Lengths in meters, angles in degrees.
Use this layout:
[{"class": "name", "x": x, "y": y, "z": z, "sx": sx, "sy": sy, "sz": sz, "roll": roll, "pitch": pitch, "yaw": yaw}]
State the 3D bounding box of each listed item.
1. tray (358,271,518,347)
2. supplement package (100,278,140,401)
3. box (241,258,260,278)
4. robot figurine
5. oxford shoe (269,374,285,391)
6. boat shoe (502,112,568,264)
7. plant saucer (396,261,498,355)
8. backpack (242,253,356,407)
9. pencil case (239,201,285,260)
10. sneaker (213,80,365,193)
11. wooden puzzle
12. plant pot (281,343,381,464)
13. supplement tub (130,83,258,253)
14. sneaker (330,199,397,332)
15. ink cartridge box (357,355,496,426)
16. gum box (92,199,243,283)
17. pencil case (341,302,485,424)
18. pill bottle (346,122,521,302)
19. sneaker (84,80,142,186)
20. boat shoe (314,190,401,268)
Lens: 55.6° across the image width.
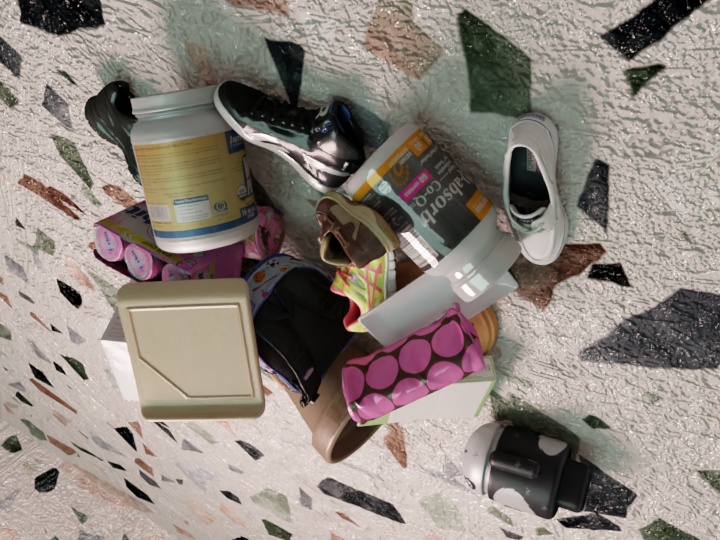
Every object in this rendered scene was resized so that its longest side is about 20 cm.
[{"class": "tray", "x": 0.103, "y": 0.038, "z": 0.919, "sx": 0.199, "sy": 0.022, "sz": 0.107, "roll": -34, "pitch": 125, "yaw": 15}, {"class": "supplement package", "x": -0.287, "y": 0.087, "z": 1.085, "sx": 0.150, "sy": 0.201, "sz": 0.151, "roll": 5, "pitch": 135, "yaw": 5}, {"class": "box", "x": -0.200, "y": 0.044, "z": 1.202, "sx": 0.199, "sy": 0.044, "sz": 0.161, "roll": 24, "pitch": 139, "yaw": 14}, {"class": "robot figurine", "x": 0.261, "y": 0.321, "z": 1.092, "sx": 0.199, "sy": 0.125, "sz": 0.151, "roll": 13, "pitch": 125, "yaw": 24}, {"class": "oxford shoe", "x": -0.113, "y": 0.225, "z": 1.311, "sx": 0.200, "sy": 0.071, "sz": 0.073, "roll": 39, "pitch": 147, "yaw": -6}, {"class": "boat shoe", "x": 0.191, "y": -0.076, "z": 0.776, "sx": 0.073, "sy": 0.066, "sz": 0.201, "roll": 5, "pitch": 133, "yaw": 31}, {"class": "plant saucer", "x": 0.105, "y": 0.074, "z": 1.020, "sx": 0.199, "sy": 0.038, "sz": 0.201, "roll": 20, "pitch": 140, "yaw": 18}, {"class": "backpack", "x": -0.106, "y": 0.068, "z": 1.027, "sx": 0.153, "sy": 0.201, "sz": 0.191, "roll": 20, "pitch": 160, "yaw": 38}, {"class": "pencil case", "x": -0.213, "y": -0.068, "z": 1.066, "sx": 0.199, "sy": 0.083, "sz": 0.087, "roll": 8, "pitch": 96, "yaw": 30}, {"class": "sneaker", "x": -0.077, "y": -0.192, "z": 0.851, "sx": 0.199, "sy": 0.073, "sz": 0.112, "roll": 35, "pitch": 139, "yaw": -17}, {"class": "wooden puzzle", "x": -0.229, "y": 0.110, "z": 0.942, "sx": 0.183, "sy": 0.037, "sz": 0.202, "roll": -3, "pitch": 106, "yaw": 7}, {"class": "plant pot", "x": -0.046, "y": 0.193, "z": 1.152, "sx": 0.174, "sy": 0.200, "sz": 0.201, "roll": 38, "pitch": 145, "yaw": 22}, {"class": "supplement tub", "x": -0.222, "y": -0.138, "z": 0.914, "sx": 0.144, "sy": 0.144, "sz": 0.202, "roll": 4, "pitch": 111, "yaw": 33}, {"class": "sneaker", "x": 0.000, "y": 0.000, "z": 0.935, "sx": 0.078, "sy": 0.090, "sz": 0.202, "roll": -133, "pitch": 31, "yaw": -68}, {"class": "ink cartridge box", "x": 0.095, "y": 0.186, "z": 1.044, "sx": 0.198, "sy": 0.048, "sz": 0.146, "roll": -2, "pitch": 148, "yaw": -5}, {"class": "gum box", "x": -0.287, "y": -0.031, "z": 1.008, "sx": 0.199, "sy": 0.113, "sz": 0.067, "roll": 26, "pitch": 125, "yaw": 21}, {"class": "pencil case", "x": 0.065, "y": 0.125, "z": 0.911, "sx": 0.199, "sy": 0.091, "sz": 0.094, "roll": -28, "pitch": 80, "yaw": 10}, {"class": "pill bottle", "x": 0.088, "y": -0.066, "z": 0.806, "sx": 0.200, "sy": 0.116, "sz": 0.116, "roll": 45, "pitch": 141, "yaw": -2}, {"class": "sneaker", "x": -0.320, "y": -0.194, "z": 1.022, "sx": 0.090, "sy": 0.076, "sz": 0.200, "roll": -27, "pitch": 114, "yaw": 41}, {"class": "boat shoe", "x": -0.023, "y": -0.042, "z": 0.818, "sx": 0.072, "sy": 0.072, "sz": 0.200, "roll": 49, "pitch": 172, "yaw": -26}]
